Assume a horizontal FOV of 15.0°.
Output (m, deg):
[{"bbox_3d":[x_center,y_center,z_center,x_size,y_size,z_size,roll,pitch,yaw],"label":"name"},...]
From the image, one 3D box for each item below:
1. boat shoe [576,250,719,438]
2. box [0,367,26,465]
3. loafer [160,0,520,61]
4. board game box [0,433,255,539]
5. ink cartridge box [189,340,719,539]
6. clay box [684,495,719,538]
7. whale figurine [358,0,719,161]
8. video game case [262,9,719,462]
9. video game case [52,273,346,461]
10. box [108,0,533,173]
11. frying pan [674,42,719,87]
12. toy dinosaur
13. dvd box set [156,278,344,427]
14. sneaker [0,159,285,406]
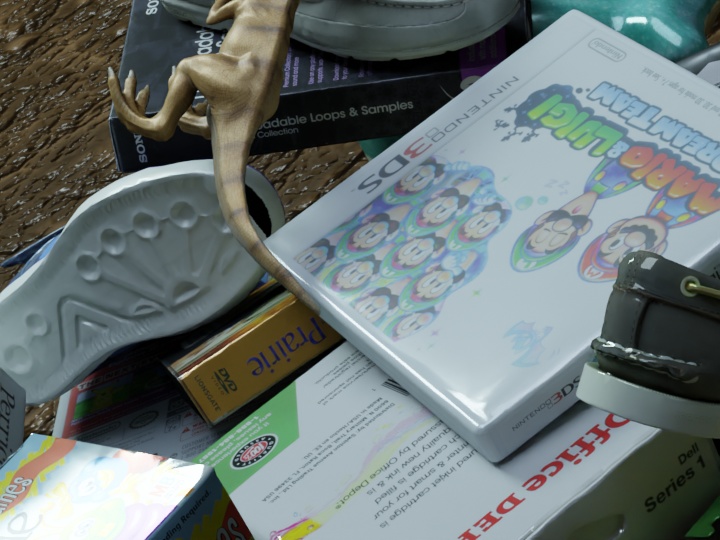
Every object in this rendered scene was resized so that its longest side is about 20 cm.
[{"bbox_3d":[0.167,0.029,1.013,0.201,0.060,0.072,5,10,-38],"label":"boat shoe"},{"bbox_3d":[-0.270,0.125,1.223,0.200,0.131,0.199,-17,50,20],"label":"box"},{"bbox_3d":[-0.018,-0.144,1.274,0.200,0.070,0.070,10,38,30],"label":"loafer"},{"bbox_3d":[-0.070,0.170,0.951,0.103,0.200,0.105,5,42,47],"label":"board game box"},{"bbox_3d":[0.038,0.099,1.098,0.145,0.084,0.200,-37,28,-20],"label":"ink cartridge box"},{"bbox_3d":[0.196,0.120,0.959,0.200,0.048,0.115,7,43,50],"label":"clay box"},{"bbox_3d":[0.082,-0.115,1.399,0.200,0.104,0.159,-16,29,27],"label":"whale figurine"},{"bbox_3d":[0.073,-0.022,1.126,0.182,0.024,0.200,-37,35,-10],"label":"video game case"},{"bbox_3d":[-0.060,0.053,1.336,0.200,0.023,0.182,-22,28,14],"label":"video game case"},{"bbox_3d":[-0.017,-0.107,1.314,0.199,0.036,0.143,-9,31,6],"label":"box"},{"bbox_3d":[0.142,-0.079,1.280,0.190,0.031,0.115,-18,-6,-30],"label":"frying pan"},{"bbox_3d":[-0.055,-0.074,1.187,0.106,0.060,0.200,-12,56,39],"label":"toy dinosaur"},{"bbox_3d":[0.000,0.000,1.253,0.200,0.029,0.146,-34,6,-5],"label":"dvd box set"},{"bbox_3d":[-0.092,-0.017,1.329,0.200,0.081,0.146,-33,7,34],"label":"sneaker"}]
